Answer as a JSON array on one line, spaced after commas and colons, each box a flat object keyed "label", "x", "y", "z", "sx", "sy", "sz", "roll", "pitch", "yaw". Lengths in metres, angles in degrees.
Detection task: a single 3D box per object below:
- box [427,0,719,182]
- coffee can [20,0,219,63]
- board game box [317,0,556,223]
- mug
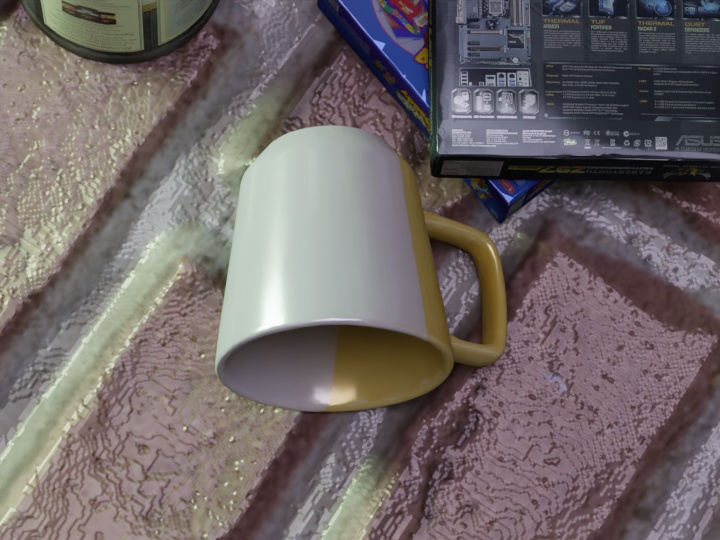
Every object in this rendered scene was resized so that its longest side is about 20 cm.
[{"label": "box", "x": 0.145, "y": -0.139, "z": 1.549, "sx": 0.200, "sy": 0.051, "sz": 0.158, "roll": 0, "pitch": 74, "yaw": -3}, {"label": "coffee can", "x": -0.157, "y": -0.238, "z": 1.527, "sx": 0.146, "sy": 0.200, "sz": 0.147, "roll": 1, "pitch": 73, "yaw": -4}, {"label": "board game box", "x": 0.085, "y": -0.151, "z": 1.598, "sx": 0.134, "sy": 0.045, "sz": 0.200, "roll": -37, "pitch": 79, "yaw": -13}, {"label": "mug", "x": -0.010, "y": 0.000, "z": 1.519, "sx": 0.149, "sy": 0.187, "sz": 0.153, "roll": -15, "pitch": 62, "yaw": 25}]
